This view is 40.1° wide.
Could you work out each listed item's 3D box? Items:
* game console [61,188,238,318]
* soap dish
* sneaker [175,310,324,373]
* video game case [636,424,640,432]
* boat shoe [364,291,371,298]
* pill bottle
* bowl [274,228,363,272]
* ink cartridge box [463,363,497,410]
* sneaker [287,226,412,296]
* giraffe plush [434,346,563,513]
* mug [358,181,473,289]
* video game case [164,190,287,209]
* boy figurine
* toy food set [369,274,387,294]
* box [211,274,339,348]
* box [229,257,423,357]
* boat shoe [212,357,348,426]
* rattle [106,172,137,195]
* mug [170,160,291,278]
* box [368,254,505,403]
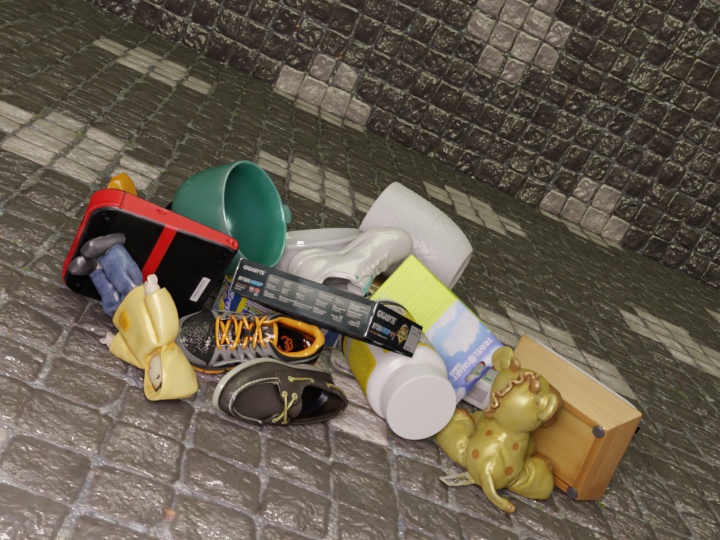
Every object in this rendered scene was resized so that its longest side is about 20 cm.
[{"bbox_3d":[-0.258,-0.011,1.189,0.176,0.200,0.031,19,51,-18],"label":"game console"},{"bbox_3d":[0.271,0.209,1.370,0.199,0.158,0.081,35,36,29],"label":"soap dish"},{"bbox_3d":[-0.134,0.080,1.197,0.198,0.077,0.079,4,69,-23],"label":"sneaker"},{"bbox_3d":[0.366,0.226,1.651,0.199,0.019,0.143,7,25,-47],"label":"video game case"},{"bbox_3d":[-0.010,0.056,1.543,0.071,0.068,0.200,18,20,-25],"label":"boat shoe"},{"bbox_3d":[0.049,0.131,1.326,0.113,0.115,0.200,18,19,-25],"label":"pill bottle"},{"bbox_3d":[-0.090,-0.009,1.521,0.199,0.091,0.201,-4,8,1],"label":"bowl"},{"bbox_3d":[0.148,0.137,1.575,0.160,0.050,0.200,28,19,4],"label":"ink cartridge box"},{"bbox_3d":[0.000,0.000,1.417,0.199,0.076,0.089,-18,42,-24],"label":"sneaker"},{"bbox_3d":[0.191,0.192,1.266,0.172,0.163,0.200,33,18,22],"label":"giraffe plush"},{"bbox_3d":[0.097,-0.035,1.703,0.175,0.148,0.200,33,-14,12],"label":"mug"},{"bbox_3d":[-0.219,-0.086,1.518,0.142,0.019,0.200,16,-26,-27],"label":"video game case"},{"bbox_3d":[-0.252,0.062,1.106,0.064,0.124,0.201,-15,71,-53],"label":"boy figurine"},{"bbox_3d":[0.035,0.030,1.716,0.199,0.049,0.198,16,17,-28],"label":"toy food set"},{"bbox_3d":[-0.108,0.060,1.382,0.199,0.071,0.064,9,24,-45],"label":"box"},{"bbox_3d":[-0.040,0.048,1.223,0.199,0.046,0.159,17,-6,27],"label":"box"},{"bbox_3d":[-0.088,0.146,1.150,0.060,0.072,0.201,31,14,31],"label":"boat shoe"},{"bbox_3d":[-0.267,-0.066,1.295,0.130,0.144,0.199,39,-31,-23],"label":"rattle"},{"bbox_3d":[-0.182,-0.058,1.371,0.113,0.153,0.185,-11,-33,26],"label":"mug"},{"bbox_3d":[0.105,0.087,1.455,0.200,0.122,0.048,44,2,3],"label":"box"}]
